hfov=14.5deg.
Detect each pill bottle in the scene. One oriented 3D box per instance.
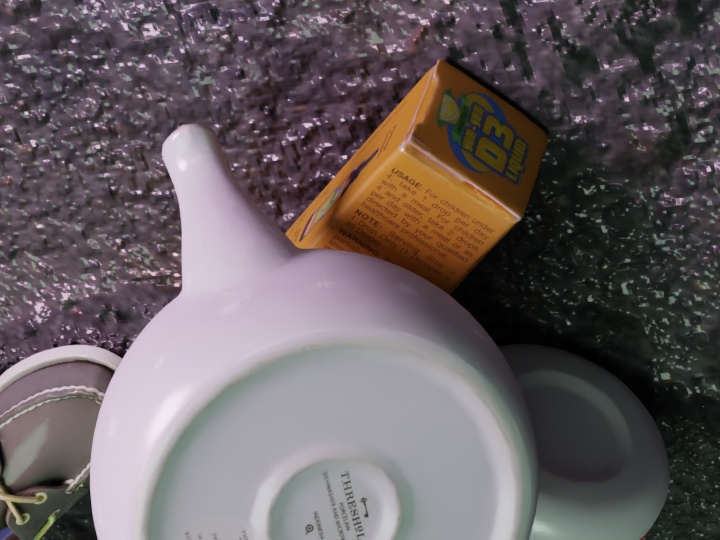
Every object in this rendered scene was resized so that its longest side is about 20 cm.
[{"bbox_3d":[0.057,0.135,1.311,0.112,0.113,0.200,24,132,-2],"label":"pill bottle"}]

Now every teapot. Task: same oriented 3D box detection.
[{"bbox_3d":[-0.025,0.074,1.182,0.197,0.146,0.201,22,105,-22],"label":"teapot"}]

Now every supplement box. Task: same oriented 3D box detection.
[{"bbox_3d":[0.000,0.000,1.248,0.069,0.067,0.200,32,132,-9],"label":"supplement box"}]

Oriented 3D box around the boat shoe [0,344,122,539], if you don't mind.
[{"bbox_3d":[-0.177,0.106,1.399,0.072,0.060,0.202,39,130,-15],"label":"boat shoe"}]
